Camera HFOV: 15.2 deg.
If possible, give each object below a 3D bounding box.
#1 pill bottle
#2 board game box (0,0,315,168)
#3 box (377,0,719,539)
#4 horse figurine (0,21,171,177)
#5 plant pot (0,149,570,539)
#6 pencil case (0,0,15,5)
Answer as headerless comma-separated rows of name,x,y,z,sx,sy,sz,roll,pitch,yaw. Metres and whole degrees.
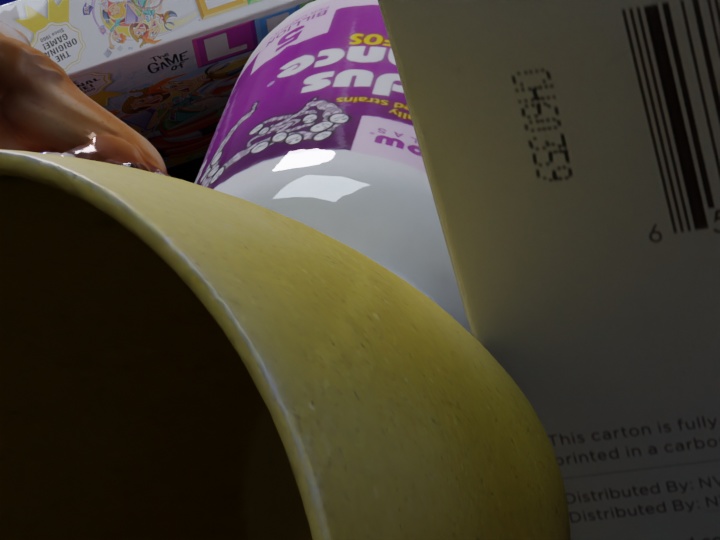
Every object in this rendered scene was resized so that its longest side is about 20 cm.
pill bottle,0.000,0.000,0.798,0.112,0.113,0.200,-10,26,12
board game box,-0.028,-0.090,1.003,0.199,0.034,0.135,-18,-15,-3
box,0.127,-0.032,0.683,0.198,0.201,0.131,-8,28,17
horse figurine,-0.145,-0.064,0.880,0.132,0.050,0.200,15,2,-25
plant pot,-0.032,0.068,0.622,0.199,0.201,0.142,7,10,41
pencil case,-0.098,-0.124,1.107,0.200,0.087,0.078,-12,39,51
